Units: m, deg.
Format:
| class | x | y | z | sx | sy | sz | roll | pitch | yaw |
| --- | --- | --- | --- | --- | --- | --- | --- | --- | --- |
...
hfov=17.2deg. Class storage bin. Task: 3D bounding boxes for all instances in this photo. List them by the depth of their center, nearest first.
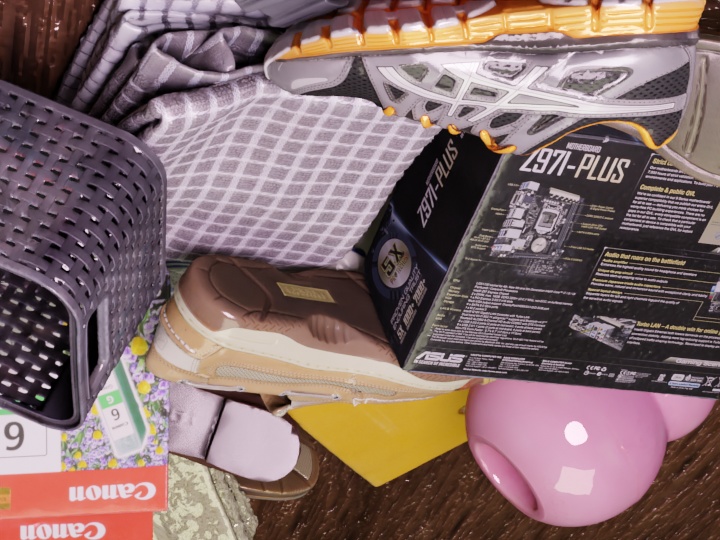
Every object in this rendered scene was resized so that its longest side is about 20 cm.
| class | x | y | z | sx | sy | sz | roll | pitch | yaw |
| --- | --- | --- | --- | --- | --- | --- | --- | --- | --- |
| storage bin | -0.200 | -0.024 | 1.130 | 0.200 | 0.094 | 0.135 | 23 | 149 | 9 |

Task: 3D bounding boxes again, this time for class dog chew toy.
| class | x | y | z | sx | sy | sz | roll | pitch | yaw |
| --- | --- | --- | --- | --- | --- | --- | --- | --- | --- |
| dog chew toy | 0.159 | 0.061 | 1.438 | 0.200 | 0.125 | 0.125 | -41 | 163 | -17 |

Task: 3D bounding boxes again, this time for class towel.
| class | x | y | z | sx | sy | sz | roll | pitch | yaw |
| --- | --- | --- | --- | --- | --- | --- | --- | --- | --- |
| towel | -0.061 | -0.067 | 1.185 | 0.165 | 0.086 | 0.200 | 4 | 155 | -22 |
| towel | -0.162 | 0.122 | 1.538 | 0.148 | 0.037 | 0.200 | -14 | 121 | 12 |

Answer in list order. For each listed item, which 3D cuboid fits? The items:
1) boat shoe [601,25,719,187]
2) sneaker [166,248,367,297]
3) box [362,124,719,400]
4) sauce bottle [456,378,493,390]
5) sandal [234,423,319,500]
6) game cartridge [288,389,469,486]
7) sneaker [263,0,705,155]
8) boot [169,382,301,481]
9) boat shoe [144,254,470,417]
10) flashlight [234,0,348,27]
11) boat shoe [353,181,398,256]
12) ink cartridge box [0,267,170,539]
| class | x | y | z | sx | sy | sz | roll | pitch | yaw |
| --- | --- | --- | --- | --- | --- | --- | --- | --- | --- |
| boat shoe | 0.142 | -0.096 | 1.134 | 0.199 | 0.068 | 0.072 | 19 | 117 | -3 |
| sneaker | -0.085 | -0.001 | 1.345 | 0.199 | 0.088 | 0.075 | 18 | 180 | 14 |
| box | 0.125 | -0.025 | 1.241 | 0.199 | 0.086 | 0.164 | 6 | 129 | -24 |
| sauce bottle | 0.133 | 0.007 | 1.371 | 0.200 | 0.066 | 0.066 | -21 | 157 | -5 |
| sandal | -0.128 | 0.121 | 1.608 | 0.199 | 0.081 | 0.054 | 4 | 145 | -5 |
| game cartridge | 0.050 | 0.062 | 1.501 | 0.176 | 0.032 | 0.200 | -28 | 153 | 7 |
| sneaker | 0.055 | -0.088 | 1.068 | 0.199 | 0.078 | 0.077 | -1 | 114 | 11 |
| boot | -0.120 | 0.072 | 1.406 | 0.186 | 0.064 | 0.200 | 29 | 179 | -3 |
| boat shoe | -0.029 | 0.043 | 1.256 | 0.200 | 0.072 | 0.076 | 15 | 123 | -38 |
| flashlight | 0.034 | -0.158 | 1.025 | 0.200 | 0.068 | 0.068 | -21 | -173 | 37 |
| boat shoe | -0.001 | -0.003 | 1.370 | 0.201 | 0.072 | 0.060 | -32 | 172 | 30 |
| ink cartridge box | -0.157 | 0.091 | 1.267 | 0.109 | 0.201 | 0.050 | -2 | -163 | -13 |
